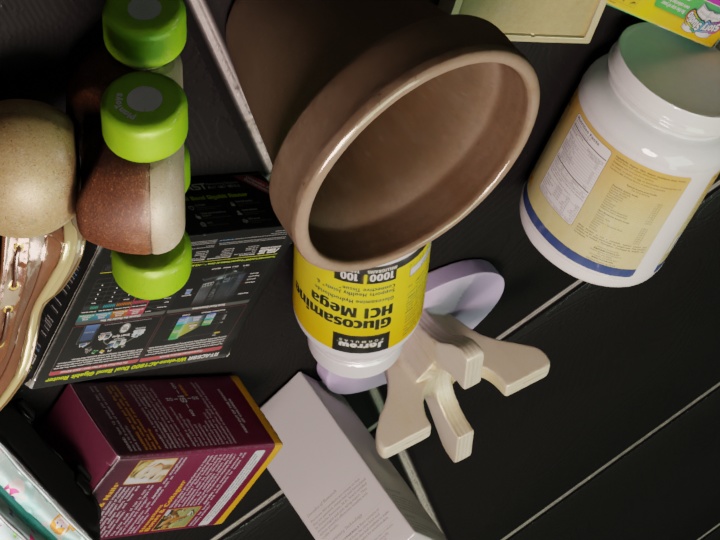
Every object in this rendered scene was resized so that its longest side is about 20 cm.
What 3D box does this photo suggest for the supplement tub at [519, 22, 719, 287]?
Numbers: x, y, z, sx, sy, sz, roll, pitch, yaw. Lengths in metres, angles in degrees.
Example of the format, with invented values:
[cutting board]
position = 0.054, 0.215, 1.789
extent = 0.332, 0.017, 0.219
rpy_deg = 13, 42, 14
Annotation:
[supplement tub]
position = 0.237, -0.100, 1.692
extent = 0.144, 0.145, 0.201
rpy_deg = -13, 143, -38

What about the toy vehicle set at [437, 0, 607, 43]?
[toy vehicle set]
position = 0.141, -0.252, 1.435
extent = 0.123, 0.027, 0.201
rpy_deg = 1, 138, -19

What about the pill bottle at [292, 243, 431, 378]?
[pill bottle]
position = 0.000, 0.000, 1.598
extent = 0.112, 0.113, 0.201
rpy_deg = -27, 150, -20

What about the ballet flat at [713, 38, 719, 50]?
[ballet flat]
position = 0.335, -0.208, 1.727
extent = 0.072, 0.072, 0.201
rpy_deg = 4, 130, -51

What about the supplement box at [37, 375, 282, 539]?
[supplement box]
position = -0.179, 0.158, 1.651
extent = 0.199, 0.086, 0.111
rpy_deg = 1, 134, -50

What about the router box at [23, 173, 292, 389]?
[router box]
position = -0.159, 0.006, 1.476
extent = 0.199, 0.062, 0.150
rpy_deg = -7, 138, -44

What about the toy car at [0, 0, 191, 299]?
[toy car]
position = -0.210, -0.081, 1.263
extent = 0.198, 0.159, 0.165
rpy_deg = -1, 140, -5

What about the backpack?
[backpack]
position = -0.313, 0.216, 1.491
extent = 0.199, 0.151, 0.178
rpy_deg = -32, 117, 13

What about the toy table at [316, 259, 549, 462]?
[toy table]
position = 0.073, 0.086, 1.805
extent = 0.199, 0.117, 0.184
rpy_deg = -32, 151, -9

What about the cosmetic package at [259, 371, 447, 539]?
[cosmetic package]
position = -0.012, 0.200, 1.786
extent = 0.085, 0.200, 0.108
rpy_deg = -43, 149, 7

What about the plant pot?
[plant pot]
position = -0.004, -0.128, 1.340
extent = 0.199, 0.175, 0.201
rpy_deg = -28, 150, -18

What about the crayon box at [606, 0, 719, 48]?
[crayon box]
position = 0.263, -0.259, 1.578
extent = 0.119, 0.058, 0.199
rpy_deg = -49, 150, 21

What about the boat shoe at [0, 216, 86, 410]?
[boat shoe]
position = -0.265, 0.027, 1.384
extent = 0.067, 0.072, 0.201
rpy_deg = 3, 127, -42
